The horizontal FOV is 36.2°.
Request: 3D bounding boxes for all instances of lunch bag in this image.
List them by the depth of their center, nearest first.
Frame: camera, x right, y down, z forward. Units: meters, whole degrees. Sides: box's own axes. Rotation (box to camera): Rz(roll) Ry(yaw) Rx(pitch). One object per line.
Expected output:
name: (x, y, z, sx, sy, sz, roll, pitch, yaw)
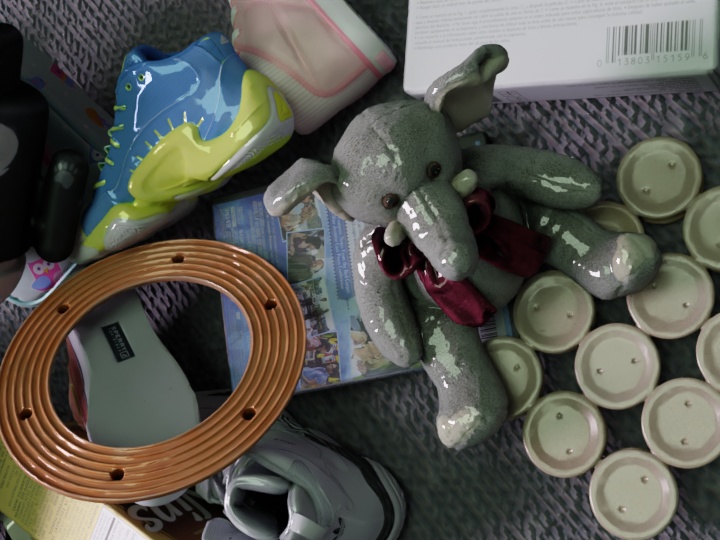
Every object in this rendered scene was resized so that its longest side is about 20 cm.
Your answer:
lunch bag: (-0.271, -0.080, 0.821, 0.200, 0.077, 0.160, 42, 106, -9)

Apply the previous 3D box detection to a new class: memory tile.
memory tile: (0.164, 0.035, 0.634, 0.153, 0.017, 0.201, 40, 96, 25)

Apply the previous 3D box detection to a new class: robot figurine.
robot figurine: (-0.272, -0.065, 0.723, 0.150, 0.124, 0.202, 26, 112, 34)

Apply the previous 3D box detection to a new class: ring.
ring: (-0.130, 0.059, 0.689, 0.198, 0.019, 0.202, -6, 48, 6)

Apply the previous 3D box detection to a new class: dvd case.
dvd case: (0.000, 0.000, 0.720, 0.198, 0.018, 0.144, -12, 75, 16)

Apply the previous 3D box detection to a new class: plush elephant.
plush elephant: (0.044, -0.031, 0.606, 0.164, 0.155, 0.201, -39, 64, 12)

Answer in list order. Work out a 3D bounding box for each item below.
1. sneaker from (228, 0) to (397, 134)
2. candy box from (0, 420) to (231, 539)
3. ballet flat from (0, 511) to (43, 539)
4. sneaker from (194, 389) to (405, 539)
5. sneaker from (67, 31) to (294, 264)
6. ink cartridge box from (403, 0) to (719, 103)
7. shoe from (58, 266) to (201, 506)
sneaker: (-0.072, -0.179, 0.771, 0.105, 0.075, 0.201, -44, 70, 11)
candy box: (-0.150, 0.169, 0.747, 0.199, 0.116, 0.057, 28, 99, 28)
ballet flat: (-0.224, 0.204, 0.754, 0.068, 0.069, 0.200, -36, 26, -7)
sneaker: (-0.076, 0.128, 0.712, 0.199, 0.115, 0.076, 20, 93, 30)
sneaker: (-0.140, -0.087, 0.743, 0.199, 0.076, 0.106, -30, 93, 21)
ink cartridge box: (0.126, -0.196, 0.683, 0.198, 0.043, 0.176, 1, 84, 29)
shoe: (-0.156, 0.093, 0.746, 0.092, 0.071, 0.201, 94, 153, -44)
